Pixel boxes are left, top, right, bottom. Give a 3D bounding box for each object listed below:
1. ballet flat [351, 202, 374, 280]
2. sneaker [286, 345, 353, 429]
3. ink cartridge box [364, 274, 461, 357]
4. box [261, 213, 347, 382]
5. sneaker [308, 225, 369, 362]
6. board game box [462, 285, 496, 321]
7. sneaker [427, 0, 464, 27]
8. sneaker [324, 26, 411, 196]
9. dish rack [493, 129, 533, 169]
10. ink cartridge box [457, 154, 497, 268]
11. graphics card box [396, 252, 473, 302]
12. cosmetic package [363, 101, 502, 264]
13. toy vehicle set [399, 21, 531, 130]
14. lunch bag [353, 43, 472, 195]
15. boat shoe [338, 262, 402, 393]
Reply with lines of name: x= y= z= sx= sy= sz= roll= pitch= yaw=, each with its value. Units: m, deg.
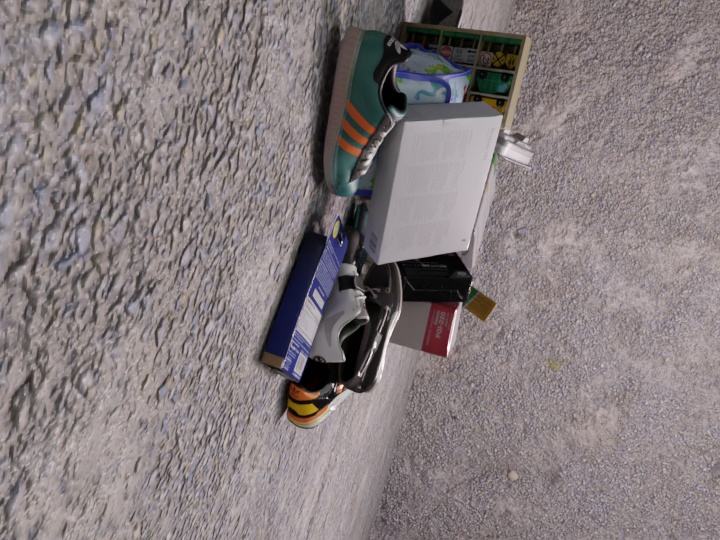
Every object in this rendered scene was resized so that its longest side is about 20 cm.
ballet flat: x=0.000 y=0.000 z=1.086 sx=0.074 sy=0.073 sz=0.204 roll=-22 pitch=129 yaw=-76
sneaker: x=-0.036 y=0.141 z=1.044 sx=0.200 sy=0.069 sz=0.091 roll=-44 pitch=149 yaw=-39
ink cartridge box: x=0.066 y=0.071 z=1.188 sx=0.146 sy=0.196 sz=0.087 roll=-19 pitch=120 yaw=-77
box: x=-0.066 y=0.034 z=0.895 sx=0.121 sy=0.032 sz=0.203 roll=71 pitch=38 yaw=-73
sneaker: x=-0.021 y=0.037 z=0.994 sx=0.074 sy=0.087 sz=0.204 roll=73 pitch=33 yaw=-69
board game box: x=0.180 y=0.032 z=1.349 sx=0.041 sy=0.152 sz=0.200 roll=-55 pitch=175 yaw=3
sneaker: x=0.131 y=-0.355 z=1.212 sx=0.147 sy=0.076 sz=0.205 roll=81 pitch=29 yaw=-68
sneaker: x=0.008 y=-0.166 z=0.796 sx=0.072 sy=0.078 sz=0.203 roll=-64 pitch=167 yaw=-50
dish rack: x=0.181 y=-0.232 z=1.110 sx=0.171 sy=0.199 sz=0.044 roll=1 pitch=124 yaw=-60
ink cartridge box: x=0.208 y=-0.129 z=1.388 sx=0.146 sy=0.086 sz=0.203 roll=77 pitch=27 yaw=-60
graphics card box: x=0.095 y=-0.023 z=1.173 sx=0.201 sy=0.123 sz=0.052 roll=-116 pitch=-147 yaw=-54
cosmetic package: x=0.091 y=-0.113 z=0.914 sx=0.052 sy=0.148 sz=0.203 roll=53 pitch=-39 yaw=46
toy vehicle set: x=0.138 y=-0.283 z=1.017 sx=0.026 sy=0.197 sz=0.127 roll=-3 pitch=108 yaw=-58
lunch bag: x=0.052 y=-0.200 z=0.943 sx=0.199 sy=0.126 sz=0.173 roll=-29 pitch=143 yaw=-53
boat shoe: x=0.013 y=0.075 z=1.017 sx=0.057 sy=0.066 sz=0.204 roll=22 pitch=76 yaw=-49
